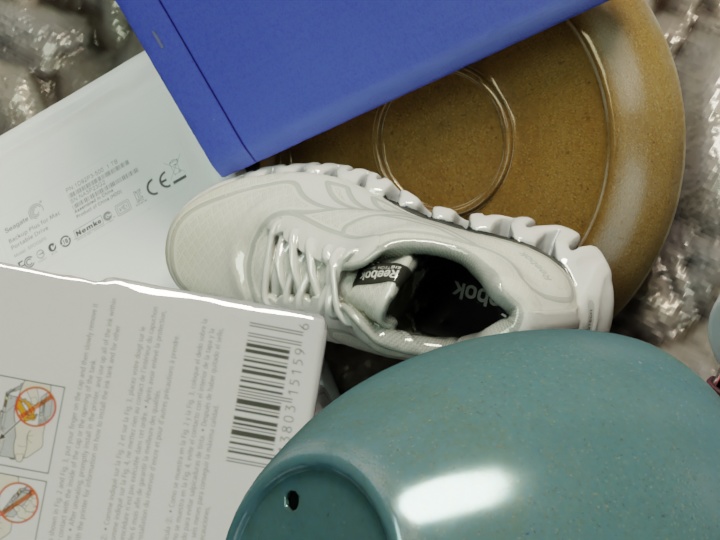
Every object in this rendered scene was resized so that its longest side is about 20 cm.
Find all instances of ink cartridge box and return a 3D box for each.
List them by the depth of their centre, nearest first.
[{"bbox_3d":[-0.112,0.102,0.984,0.172,0.044,0.201,10,73,-4],"label":"ink cartridge box"}]

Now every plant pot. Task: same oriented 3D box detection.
[{"bbox_3d":[0.029,0.114,0.902,0.199,0.134,0.201,-11,75,45],"label":"plant pot"},{"bbox_3d":[0.038,-0.055,1.085,0.199,0.027,0.201,3,97,27],"label":"plant pot"}]

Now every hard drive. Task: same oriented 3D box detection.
[{"bbox_3d":[-0.006,-0.133,1.048,0.199,0.025,0.132,-23,106,27],"label":"hard drive"},{"bbox_3d":[-0.096,0.014,1.150,0.131,0.026,0.201,-28,72,15],"label":"hard drive"}]

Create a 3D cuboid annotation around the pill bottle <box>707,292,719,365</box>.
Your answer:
[{"bbox_3d":[0.203,-0.039,0.953,0.111,0.112,0.200,12,53,30],"label":"pill bottle"}]

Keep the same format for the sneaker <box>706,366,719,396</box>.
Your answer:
[{"bbox_3d":[0.150,0.061,0.976,0.075,0.115,0.201,14,78,30],"label":"sneaker"}]

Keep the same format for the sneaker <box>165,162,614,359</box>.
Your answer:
[{"bbox_3d":[0.000,0.000,1.051,0.199,0.081,0.076,9,100,28],"label":"sneaker"}]

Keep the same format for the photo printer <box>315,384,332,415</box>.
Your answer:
[{"bbox_3d":[-0.078,0.141,1.068,0.165,0.069,0.201,-9,78,21],"label":"photo printer"}]
